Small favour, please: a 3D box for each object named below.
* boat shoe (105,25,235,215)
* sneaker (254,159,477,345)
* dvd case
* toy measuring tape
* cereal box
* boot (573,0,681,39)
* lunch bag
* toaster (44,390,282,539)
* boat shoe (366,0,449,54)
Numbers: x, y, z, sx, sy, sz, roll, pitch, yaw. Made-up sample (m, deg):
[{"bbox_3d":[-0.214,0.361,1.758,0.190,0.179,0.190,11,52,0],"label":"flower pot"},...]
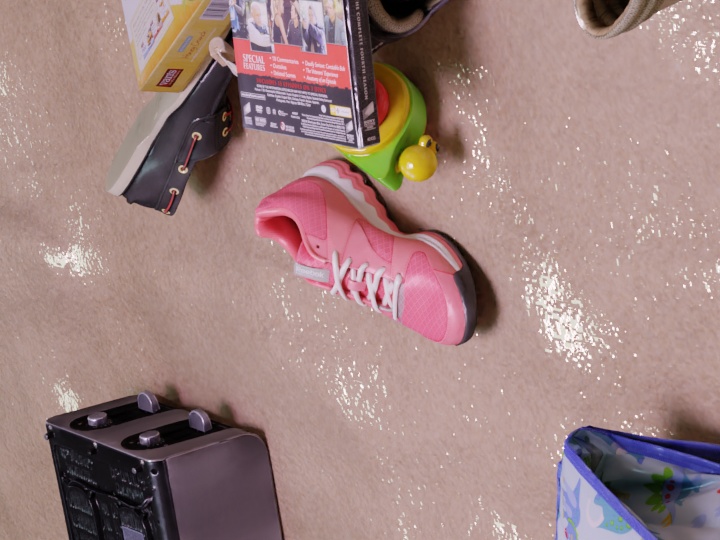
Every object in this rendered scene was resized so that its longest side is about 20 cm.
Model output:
[{"bbox_3d":[-0.126,-0.122,1.845,0.202,0.063,0.074,-55,19,39],"label":"boat shoe"},{"bbox_3d":[0.000,0.000,1.701,0.200,0.086,0.074,39,137,38],"label":"sneaker"},{"bbox_3d":[-0.043,-0.185,1.574,0.146,0.022,0.201,13,114,55],"label":"dvd case"},{"bbox_3d":[-0.017,-0.125,1.667,0.200,0.073,0.074,37,135,30],"label":"toy measuring tape"},{"bbox_3d":[-0.138,-0.250,1.761,0.144,0.039,0.201,-46,51,54],"label":"cereal box"},{"bbox_3d":[0.183,-0.220,1.259,0.072,0.154,0.201,41,137,35],"label":"boot"},{"bbox_3d":[0.198,0.205,1.491,0.199,0.127,0.171,27,129,34],"label":"lunch bag"},{"bbox_3d":[-0.159,0.210,2.011,0.180,0.118,0.201,12,116,53],"label":"toaster"},{"bbox_3d":[0.017,-0.180,1.561,0.200,0.072,0.065,-38,38,40],"label":"boat shoe"}]
